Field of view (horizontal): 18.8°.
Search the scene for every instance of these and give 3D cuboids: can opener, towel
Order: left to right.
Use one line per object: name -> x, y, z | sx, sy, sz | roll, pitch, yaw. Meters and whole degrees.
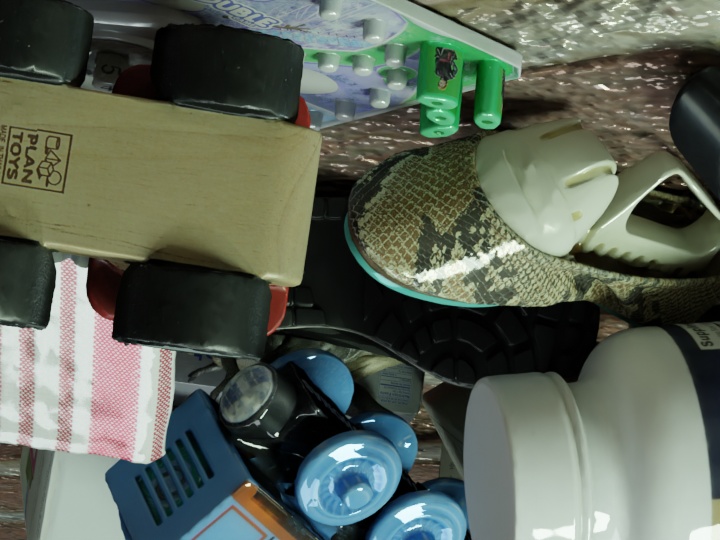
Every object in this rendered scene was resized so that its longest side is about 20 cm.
towel -> -0.164, 0.000, 0.808 | 0.199, 0.030, 0.147 | 9, 133, 0
can opener -> 0.162, -0.025, 0.765 | 0.063, 0.079, 0.200 | -36, 159, 7

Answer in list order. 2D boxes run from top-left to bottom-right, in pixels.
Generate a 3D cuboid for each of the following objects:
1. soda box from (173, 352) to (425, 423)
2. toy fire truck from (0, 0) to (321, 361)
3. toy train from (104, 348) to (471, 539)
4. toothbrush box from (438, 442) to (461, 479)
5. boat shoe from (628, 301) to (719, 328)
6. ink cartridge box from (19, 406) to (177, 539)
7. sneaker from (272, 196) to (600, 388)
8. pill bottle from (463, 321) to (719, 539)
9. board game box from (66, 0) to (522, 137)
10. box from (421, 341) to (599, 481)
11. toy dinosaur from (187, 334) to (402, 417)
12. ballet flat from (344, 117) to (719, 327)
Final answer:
soda box -> -0.070, 0.031, 1.027 | 0.199, 0.064, 0.068 | 8, 165, -7
toy fire truck -> -0.115, -0.011, 0.710 | 0.175, 0.130, 0.200 | 8, 177, -9
toy train -> -0.012, 0.118, 0.927 | 0.114, 0.087, 0.200 | -40, 129, 6
toothbrush box -> 0.165, 0.158, 1.362 | 0.199, 0.087, 0.145 | 19, 161, -37
boat shoe -> 0.200, 0.036, 0.934 | 0.072, 0.068, 0.199 | 19, 158, -40
ink cartridge box -> -0.094, 0.100, 1.103 | 0.144, 0.085, 0.200 | 9, -169, -12
sneaker -> 0.000, 0.000, 0.908 | 0.199, 0.076, 0.088 | 12, 179, -6
pill bottle -> 0.144, 0.074, 0.818 | 0.199, 0.112, 0.111 | -4, 167, -10
board game box -> -0.082, -0.071, 0.726 | 0.199, 0.026, 0.199 | 19, 160, -39
box -> 0.091, 0.086, 0.972 | 0.077, 0.095, 0.200 | -30, -174, -3
toy dinosaur -> -0.019, 0.049, 0.971 | 0.199, 0.089, 0.047 | 0, -178, -8
ballet flat -> 0.081, -0.021, 0.791 | 0.075, 0.068, 0.199 | -36, 150, 32
